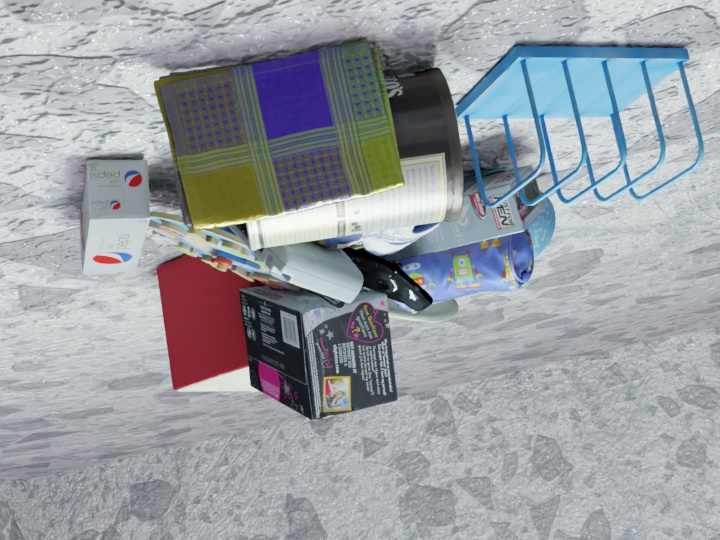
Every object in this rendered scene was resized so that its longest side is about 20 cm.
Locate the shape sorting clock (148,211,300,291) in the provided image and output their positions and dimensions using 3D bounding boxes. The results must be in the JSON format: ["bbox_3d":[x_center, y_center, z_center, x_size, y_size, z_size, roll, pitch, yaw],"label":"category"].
[{"bbox_3d":[-0.150,-0.019,1.206,0.199,0.039,0.200,17,172,2],"label":"shape sorting clock"}]

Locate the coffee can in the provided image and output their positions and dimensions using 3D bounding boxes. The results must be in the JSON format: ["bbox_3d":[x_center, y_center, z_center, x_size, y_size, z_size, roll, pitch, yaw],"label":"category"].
[{"bbox_3d":[-0.015,-0.104,1.013,0.199,0.147,0.146,-9,166,-5],"label":"coffee can"}]

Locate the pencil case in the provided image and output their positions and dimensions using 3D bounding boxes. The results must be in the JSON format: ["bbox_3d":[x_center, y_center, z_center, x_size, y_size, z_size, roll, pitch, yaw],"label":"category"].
[{"bbox_3d":[0.120,-0.001,1.349,0.199,0.087,0.078,-13,177,32],"label":"pencil case"}]

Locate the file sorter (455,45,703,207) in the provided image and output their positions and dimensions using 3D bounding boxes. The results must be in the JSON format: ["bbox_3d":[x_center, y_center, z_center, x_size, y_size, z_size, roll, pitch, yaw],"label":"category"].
[{"bbox_3d":[0.223,-0.140,1.090,0.199,0.123,0.139,-4,164,-22],"label":"file sorter"}]

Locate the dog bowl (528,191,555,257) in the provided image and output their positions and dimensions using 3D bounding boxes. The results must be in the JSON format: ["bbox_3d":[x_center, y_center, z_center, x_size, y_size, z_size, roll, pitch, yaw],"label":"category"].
[{"bbox_3d":[0.155,-0.054,1.418,0.199,0.112,0.050,-17,150,27],"label":"dog bowl"}]

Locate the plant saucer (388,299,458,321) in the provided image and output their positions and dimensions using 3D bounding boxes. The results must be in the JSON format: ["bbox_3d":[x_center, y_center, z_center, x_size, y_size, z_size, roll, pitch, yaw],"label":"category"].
[{"bbox_3d":[0.055,0.018,1.621,0.199,0.050,0.200,12,-164,-4],"label":"plant saucer"}]

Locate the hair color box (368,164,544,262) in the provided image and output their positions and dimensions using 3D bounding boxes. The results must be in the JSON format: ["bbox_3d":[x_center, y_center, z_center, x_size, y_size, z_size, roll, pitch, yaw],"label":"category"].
[{"bbox_3d":[0.111,-0.066,1.301,0.199,0.061,0.099,-14,-168,28],"label":"hair color box"}]

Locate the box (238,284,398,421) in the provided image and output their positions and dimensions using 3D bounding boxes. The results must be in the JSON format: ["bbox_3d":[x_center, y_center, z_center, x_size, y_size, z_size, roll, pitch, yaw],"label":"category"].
[{"bbox_3d":[-0.052,0.084,1.282,0.114,0.133,0.200,-11,-169,-26],"label":"box"}]

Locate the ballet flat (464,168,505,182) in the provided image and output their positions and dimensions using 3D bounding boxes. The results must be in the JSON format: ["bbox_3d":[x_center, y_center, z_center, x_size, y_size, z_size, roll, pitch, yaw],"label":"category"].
[{"bbox_3d":[0.111,-0.072,1.391,0.199,0.066,0.070,-20,166,33],"label":"ballet flat"}]

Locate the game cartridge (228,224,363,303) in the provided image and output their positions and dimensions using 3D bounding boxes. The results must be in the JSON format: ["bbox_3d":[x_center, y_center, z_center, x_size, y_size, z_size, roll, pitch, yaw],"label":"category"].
[{"bbox_3d":[-0.085,-0.041,1.146,0.133,0.200,0.042,15,111,-46],"label":"game cartridge"}]

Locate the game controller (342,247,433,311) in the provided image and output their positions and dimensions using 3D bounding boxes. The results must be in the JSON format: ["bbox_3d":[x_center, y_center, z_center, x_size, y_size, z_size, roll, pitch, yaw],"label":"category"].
[{"bbox_3d":[0.000,0.000,1.309,0.104,0.042,0.200,29,174,-41],"label":"game controller"}]

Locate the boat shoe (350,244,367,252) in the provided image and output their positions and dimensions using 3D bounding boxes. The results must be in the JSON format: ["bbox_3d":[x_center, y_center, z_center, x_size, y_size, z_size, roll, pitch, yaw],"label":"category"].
[{"bbox_3d":[-0.051,0.012,1.437,0.076,0.072,0.200,-16,-159,39],"label":"boat shoe"}]

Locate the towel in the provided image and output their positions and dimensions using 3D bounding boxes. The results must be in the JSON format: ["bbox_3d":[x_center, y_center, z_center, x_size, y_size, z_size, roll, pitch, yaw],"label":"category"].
[{"bbox_3d":[-0.070,-0.118,0.928,0.199,0.144,0.023,-10,169,-4],"label":"towel"}]

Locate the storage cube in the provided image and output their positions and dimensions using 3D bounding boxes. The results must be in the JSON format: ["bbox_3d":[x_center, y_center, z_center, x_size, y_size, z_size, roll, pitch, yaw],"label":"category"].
[{"bbox_3d":[-0.157,0.065,1.507,0.199,0.181,0.171,-20,162,32],"label":"storage cube"}]

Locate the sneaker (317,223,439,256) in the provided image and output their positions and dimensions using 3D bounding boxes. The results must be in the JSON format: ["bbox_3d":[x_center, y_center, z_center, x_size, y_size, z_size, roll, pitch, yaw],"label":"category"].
[{"bbox_3d":[0.012,-0.067,1.155,0.088,0.076,0.200,-23,166,28],"label":"sneaker"}]

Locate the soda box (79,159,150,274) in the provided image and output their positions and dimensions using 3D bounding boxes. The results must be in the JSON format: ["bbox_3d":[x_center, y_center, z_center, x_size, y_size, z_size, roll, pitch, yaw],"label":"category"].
[{"bbox_3d":[-0.272,-0.055,1.182,0.063,0.068,0.200,-2,164,-17],"label":"soda box"}]
